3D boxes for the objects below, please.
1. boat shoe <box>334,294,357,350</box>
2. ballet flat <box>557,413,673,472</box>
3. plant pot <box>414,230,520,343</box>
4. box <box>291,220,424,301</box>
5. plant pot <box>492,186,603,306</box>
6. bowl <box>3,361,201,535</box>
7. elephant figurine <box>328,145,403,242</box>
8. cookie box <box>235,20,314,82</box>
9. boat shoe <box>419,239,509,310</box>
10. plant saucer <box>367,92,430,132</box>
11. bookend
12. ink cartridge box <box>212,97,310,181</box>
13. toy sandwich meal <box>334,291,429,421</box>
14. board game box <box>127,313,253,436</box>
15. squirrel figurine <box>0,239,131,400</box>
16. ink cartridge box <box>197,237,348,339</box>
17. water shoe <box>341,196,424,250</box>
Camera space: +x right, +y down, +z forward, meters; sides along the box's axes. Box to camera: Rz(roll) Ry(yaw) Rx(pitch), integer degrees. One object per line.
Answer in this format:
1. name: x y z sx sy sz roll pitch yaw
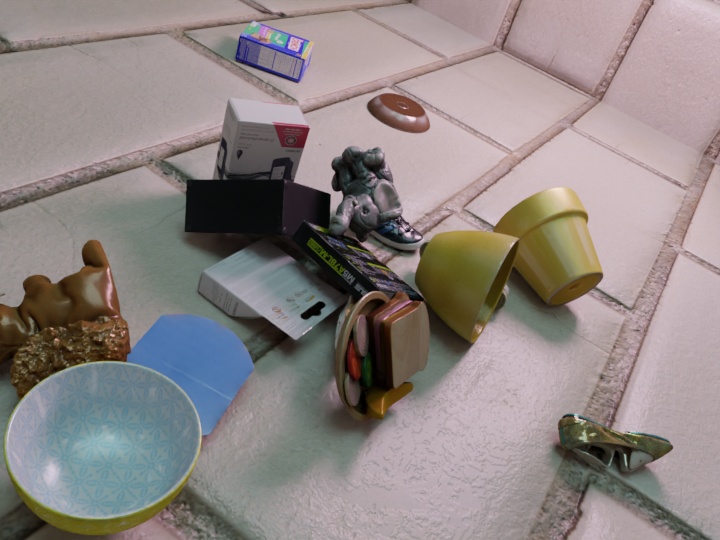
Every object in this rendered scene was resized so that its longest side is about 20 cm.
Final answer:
1. boat shoe: -0.007 0.086 1.049 0.070 0.070 0.200 36 16 5
2. ballet flat: 0.406 0.285 1.016 0.196 0.071 0.071 16 35 -8
3. plant pot: 0.181 0.008 1.146 0.140 0.203 0.200 25 35 18
4. box: 0.000 0.000 1.114 0.192 0.048 0.199 39 11 25
5. plant pot: 0.404 -0.038 1.335 0.198 0.201 0.191 -5 59 -32
6. bowl: -0.282 0.211 0.706 0.196 0.109 0.202 14 37 -10
7. elephant figurine: 0.006 -0.119 1.198 0.152 0.142 0.203 -1 60 -8
8. cookie box: -0.248 -0.646 1.870 0.197 0.076 0.172 18 35 -6
9. boat shoe: 0.206 0.001 1.272 0.199 0.075 0.069 36 35 2
10. plant saucer: 0.118 -0.471 1.868 0.197 0.037 0.202 14 35 -10
11. bookend: -0.182 -0.108 1.166 0.196 0.094 0.198 3 1 20
12. ink cartridge box: -0.197 -0.216 1.230 0.142 0.202 0.085 -2 43 -29
13. toy sandwich meal: 0.036 0.124 0.924 0.069 0.209 0.205 4 26 29
14. board game box: -0.243 0.150 0.869 0.156 0.039 0.201 26 43 4
15. squirrel figurine: -0.394 0.082 0.796 0.184 0.143 0.200 -14 43 -30
16. ink cartridge box: -0.143 0.039 1.058 0.199 0.058 0.162 37 38 14
17. water shoe: 0.049 -0.113 1.326 0.197 0.080 0.072 27 36 7
